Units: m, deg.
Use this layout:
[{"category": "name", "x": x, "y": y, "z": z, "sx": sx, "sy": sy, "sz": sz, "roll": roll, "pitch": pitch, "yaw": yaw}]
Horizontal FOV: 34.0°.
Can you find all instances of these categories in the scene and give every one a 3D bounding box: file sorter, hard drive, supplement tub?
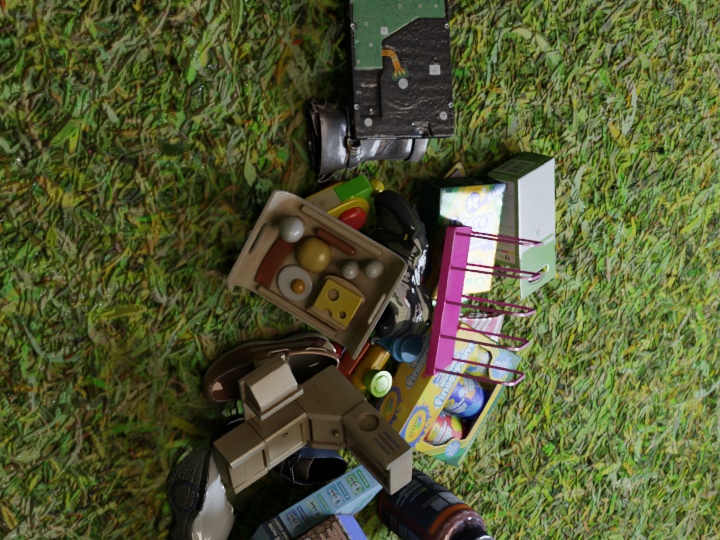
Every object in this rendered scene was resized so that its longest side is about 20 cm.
[{"category": "file sorter", "x": 0.175, "y": 0.047, "z": 1.617, "sx": 0.139, "sy": 0.124, "sz": 0.202, "roll": -9, "pitch": 108, "yaw": -74}, {"category": "hard drive", "x": 0.050, "y": -0.273, "z": 1.540, "sx": 0.138, "sy": 0.038, "sz": 0.202, "roll": -4, "pitch": 92, "yaw": -14}, {"category": "supplement tub", "x": 0.120, "y": 0.394, "z": 1.814, "sx": 0.106, "sy": 0.200, "sz": 0.108, "roll": -14, "pitch": 117, "yaw": -31}]

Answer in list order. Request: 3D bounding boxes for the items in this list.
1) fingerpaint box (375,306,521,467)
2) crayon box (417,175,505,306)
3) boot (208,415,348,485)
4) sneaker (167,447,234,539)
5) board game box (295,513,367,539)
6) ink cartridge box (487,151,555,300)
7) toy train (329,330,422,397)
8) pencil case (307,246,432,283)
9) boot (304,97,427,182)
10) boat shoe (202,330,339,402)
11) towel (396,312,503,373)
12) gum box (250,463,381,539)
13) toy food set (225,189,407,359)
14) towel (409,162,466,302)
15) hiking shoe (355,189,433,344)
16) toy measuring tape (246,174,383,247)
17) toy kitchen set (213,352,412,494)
[{"category": "fingerpaint box", "x": 0.132, "y": 0.180, "z": 1.787, "sx": 0.166, "sy": 0.073, "sz": 0.201, "roll": 30, "pitch": 91, "yaw": -43}, {"category": "crayon box", "x": 0.140, "y": -0.034, "z": 1.729, "sx": 0.125, "sy": 0.051, "sz": 0.202, "roll": -8, "pitch": 113, "yaw": -35}, {"category": "boot", "x": -0.110, "y": 0.251, "z": 1.649, "sx": 0.199, "sy": 0.097, "sz": 0.075, "roll": 7, "pitch": 103, "yaw": -39}, {"category": "sneaker", "x": -0.216, "y": 0.330, "z": 1.629, "sx": 0.087, "sy": 0.074, "sz": 0.202, "roll": -17, "pitch": 124, "yaw": -45}, {"category": "board game box", "x": -0.079, "y": 0.434, "z": 1.637, "sx": 0.199, "sy": 0.097, "sz": 0.159, "roll": -34, "pitch": 166, "yaw": -1}, {"category": "ink cartridge box", "x": 0.249, "y": -0.069, "z": 1.806, "sx": 0.104, "sy": 0.059, "sz": 0.202, "roll": -31, "pitch": 125, "yaw": -43}, {"category": "toy train", "x": -0.002, "y": 0.150, "z": 1.680, "sx": 0.201, "sy": 0.115, "sz": 0.085, "roll": -54, "pitch": 130, "yaw": -7}, {"category": "pencil case", "x": 0.000, "y": 0.000, "z": 1.636, "sx": 0.199, "sy": 0.085, "sz": 0.093, "roll": -17, "pitch": 80, "yaw": -29}, {"category": "boot", "x": 0.008, "y": -0.222, "z": 1.576, "sx": 0.173, "sy": 0.069, "sz": 0.202, "roll": -7, "pitch": 105, "yaw": -27}, {"category": "boat shoe", "x": -0.119, "y": 0.136, "z": 1.609, "sx": 0.199, "sy": 0.072, "sz": 0.076, "roll": -19, "pitch": 117, "yaw": -24}, {"category": "towel", "x": 0.141, "y": 0.139, "z": 1.841, "sx": 0.199, "sy": 0.030, "sz": 0.148, "roll": 0, "pitch": 108, "yaw": -38}, {"category": "gum box", "x": -0.066, "y": 0.354, "z": 1.695, "sx": 0.199, "sy": 0.045, "sz": 0.170, "roll": -28, "pitch": 165, "yaw": -26}, {"category": "toy food set", "x": -0.057, "y": 0.006, "z": 1.517, "sx": 0.144, "sy": 0.199, "sz": 0.060, "roll": -60, "pitch": 175, "yaw": 14}, {"category": "towel", "x": 0.132, "y": -0.048, "z": 1.765, "sx": 0.143, "sy": 0.023, "sz": 0.201, "roll": -40, "pitch": 127, "yaw": -19}, {"category": "hiking shoe", "x": 0.036, "y": -0.005, "z": 1.565, "sx": 0.100, "sy": 0.076, "sz": 0.202, "roll": -12, "pitch": 93, "yaw": -30}, {"category": "toy measuring tape", "x": -0.056, "y": -0.069, "z": 1.593, "sx": 0.199, "sy": 0.074, "sz": 0.074, "roll": -26, "pitch": 123, "yaw": -9}, {"category": "toy kitchen set", "x": -0.065, "y": 0.221, "z": 1.521, "sx": 0.199, "sy": 0.180, "sz": 0.164, "roll": -32, "pitch": 145, "yaw": -23}]
